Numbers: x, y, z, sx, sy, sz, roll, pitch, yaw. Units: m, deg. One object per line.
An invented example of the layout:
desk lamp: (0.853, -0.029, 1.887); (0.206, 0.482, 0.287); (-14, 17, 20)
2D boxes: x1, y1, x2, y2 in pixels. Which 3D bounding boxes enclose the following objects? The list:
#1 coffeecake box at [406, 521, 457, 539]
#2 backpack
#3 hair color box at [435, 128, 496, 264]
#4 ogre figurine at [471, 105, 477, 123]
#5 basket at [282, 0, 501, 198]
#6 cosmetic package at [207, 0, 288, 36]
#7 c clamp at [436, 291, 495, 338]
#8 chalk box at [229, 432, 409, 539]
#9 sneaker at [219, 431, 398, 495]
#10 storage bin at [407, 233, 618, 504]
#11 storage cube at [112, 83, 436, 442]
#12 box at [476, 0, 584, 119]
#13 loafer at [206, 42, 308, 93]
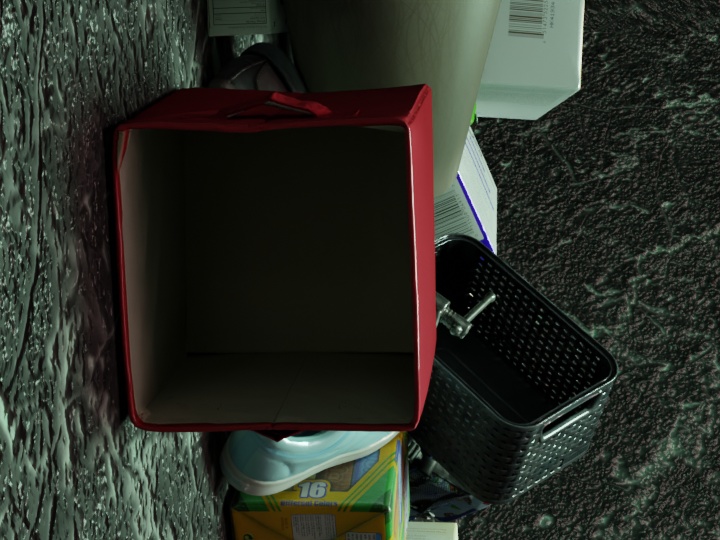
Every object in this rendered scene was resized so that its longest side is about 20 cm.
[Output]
coffeecake box: (0.001, 0.303, 1.384); (0.201, 0.152, 0.074); (-77, 164, -57)
backpack: (0.060, 0.167, 1.678); (0.154, 0.190, 0.201); (40, 48, -26)
hair color box: (0.082, -0.082, 1.550); (0.200, 0.064, 0.110); (-74, 140, -68)
ogre figurine: (0.007, -0.124, 1.421); (0.200, 0.097, 0.121); (-48, -133, 43)
basket: (0.020, -0.158, 1.180); (0.136, 0.178, 0.202); (-119, -155, -48)
cosmetic package: (-0.070, -0.217, 1.224); (0.200, 0.050, 0.084); (-51, 141, -78)
c clamp: (0.000, 0.000, 1.275); (0.027, 0.199, 0.171); (-58, 175, 25)
chalk box: (-0.024, 0.175, 1.306); (0.201, 0.122, 0.126); (-77, 165, -59)
sneaker: (-0.011, 0.097, 1.207); (0.199, 0.074, 0.082); (-31, 165, -39)
storage bin: (0.095, 0.077, 1.351); (0.134, 0.200, 0.094); (-24, 144, -36)
storage cube: (-0.043, -0.013, 0.990); (0.180, 0.169, 0.202); (-65, 154, -75)
box: (0.132, -0.209, 1.454); (0.200, 0.096, 0.126); (161, -67, -85)
loafer: (-0.049, -0.060, 1.170); (0.063, 0.072, 0.201); (-36, 106, -36)
